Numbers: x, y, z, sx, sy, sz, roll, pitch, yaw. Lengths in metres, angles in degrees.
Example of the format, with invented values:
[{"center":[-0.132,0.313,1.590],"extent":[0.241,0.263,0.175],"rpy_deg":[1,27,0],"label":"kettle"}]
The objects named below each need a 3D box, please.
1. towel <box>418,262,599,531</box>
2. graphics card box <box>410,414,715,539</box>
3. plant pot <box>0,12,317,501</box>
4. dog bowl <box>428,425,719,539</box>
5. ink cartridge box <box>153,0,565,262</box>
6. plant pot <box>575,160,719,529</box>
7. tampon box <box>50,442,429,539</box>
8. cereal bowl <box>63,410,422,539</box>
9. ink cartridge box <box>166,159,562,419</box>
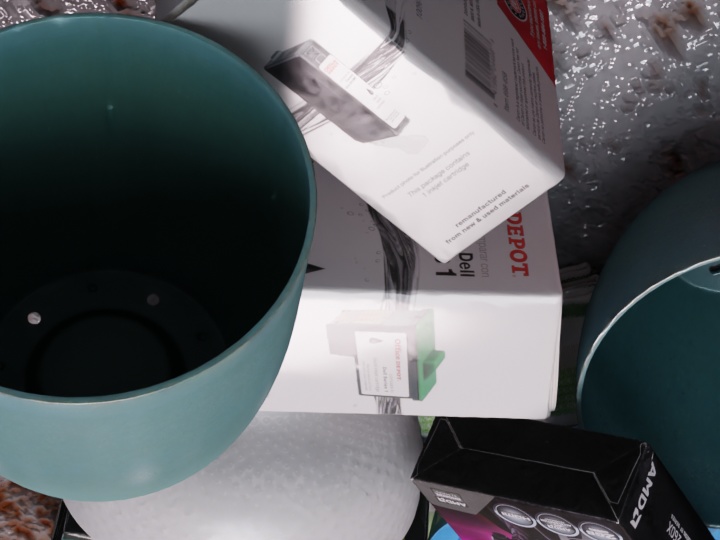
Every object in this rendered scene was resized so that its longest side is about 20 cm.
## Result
[{"center":[0.077,0.081,1.698],"extent":[0.148,0.031,0.201],"rpy_deg":[-7,134,6],"label":"towel"},{"center":[0.122,0.144,1.576],"extent":[0.125,0.051,0.200],"rpy_deg":[11,154,31],"label":"graphics card box"},{"center":[-0.119,0.012,1.357],"extent":[0.199,0.201,0.161],"rpy_deg":[-1,148,-1],"label":"plant pot"},{"center":[0.130,0.136,1.697],"extent":[0.199,0.050,0.112],"rpy_deg":[-19,132,18],"label":"dog bowl"},{"center":[-0.001,-0.122,1.430],"extent":[0.084,0.145,0.200],"rpy_deg":[-35,123,26],"label":"ink cartridge box"},{"center":[0.206,0.019,1.570],"extent":[0.199,0.135,0.201],"rpy_deg":[-1,132,-1],"label":"plant pot"},{"center":[-0.074,0.167,1.682],"extent":[0.199,0.127,0.150],"rpy_deg":[14,133,-7],"label":"tampon box"},{"center":[-0.060,0.077,1.573],"extent":[0.199,0.200,0.084],"rpy_deg":[5,123,-6],"label":"cereal bowl"},{"center":[0.000,0.000,1.538],"extent":[0.199,0.146,0.085],"rpy_deg":[1,126,-4],"label":"ink cartridge box"}]
